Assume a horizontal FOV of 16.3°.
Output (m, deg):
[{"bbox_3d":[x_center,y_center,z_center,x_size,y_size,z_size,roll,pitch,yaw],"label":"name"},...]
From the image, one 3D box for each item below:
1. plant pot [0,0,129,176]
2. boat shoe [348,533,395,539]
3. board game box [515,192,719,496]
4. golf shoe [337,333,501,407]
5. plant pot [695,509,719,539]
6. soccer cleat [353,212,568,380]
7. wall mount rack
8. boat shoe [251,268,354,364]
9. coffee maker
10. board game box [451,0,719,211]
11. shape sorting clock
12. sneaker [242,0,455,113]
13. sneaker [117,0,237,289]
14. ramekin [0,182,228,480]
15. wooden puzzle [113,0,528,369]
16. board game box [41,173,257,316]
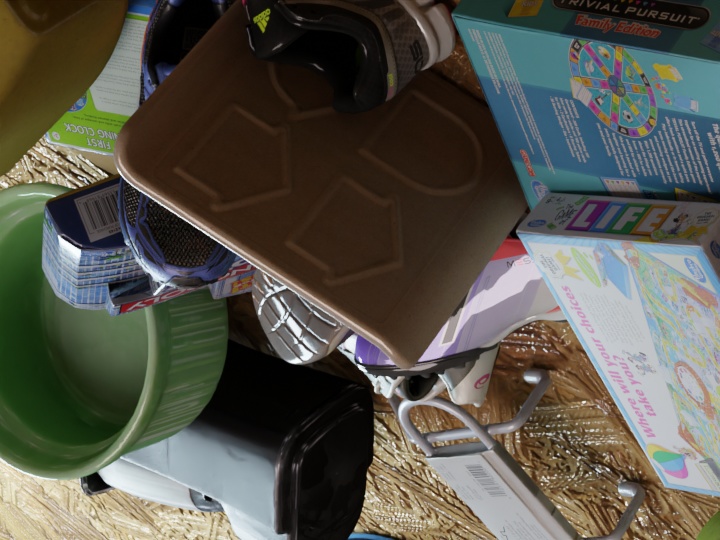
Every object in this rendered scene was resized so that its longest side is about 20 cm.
[{"bbox_3d":[-0.254,-0.154,1.482,0.200,0.194,0.196,-34,94,35],"label":"plant pot"},{"bbox_3d":[0.027,0.250,1.943,0.200,0.069,0.084,0,136,48],"label":"boat shoe"},{"bbox_3d":[0.183,0.046,1.368,0.134,0.034,0.200,6,137,48],"label":"board game box"},{"bbox_3d":[0.010,0.040,1.596,0.077,0.088,0.200,4,176,-38],"label":"golf shoe"},{"bbox_3d":[0.288,0.202,1.491,0.187,0.187,0.200,52,163,-29],"label":"plant pot"},{"bbox_3d":[0.076,0.005,1.460,0.200,0.068,0.073,-19,114,25],"label":"soccer cleat"},{"bbox_3d":[0.090,0.131,1.692,0.174,0.075,0.200,-9,129,49],"label":"wall mount rack"},{"bbox_3d":[0.000,0.000,1.515,0.200,0.073,0.075,-38,73,57],"label":"boat shoe"},{"bbox_3d":[-0.104,0.105,1.795,0.200,0.135,0.192,17,147,30],"label":"coffee maker"},{"bbox_3d":[0.161,-0.079,1.308,0.200,0.047,0.151,14,146,35],"label":"board game box"},{"bbox_3d":[-0.149,-0.128,1.584,0.200,0.039,0.200,22,138,22],"label":"shape sorting clock"},{"bbox_3d":[-0.041,-0.161,1.362,0.200,0.087,0.074,43,152,-12],"label":"sneaker"},{"bbox_3d":[-0.102,-0.085,1.434,0.075,0.200,0.078,-1,159,-4],"label":"sneaker"},{"bbox_3d":[-0.185,0.036,1.717,0.200,0.098,0.200,5,99,35],"label":"ramekin"},{"bbox_3d":[-0.016,-0.055,1.391,0.200,0.185,0.046,36,141,1],"label":"wooden puzzle"},{"bbox_3d":[-0.094,-0.024,1.562,0.200,0.200,0.062,114,134,-74],"label":"board game box"}]
